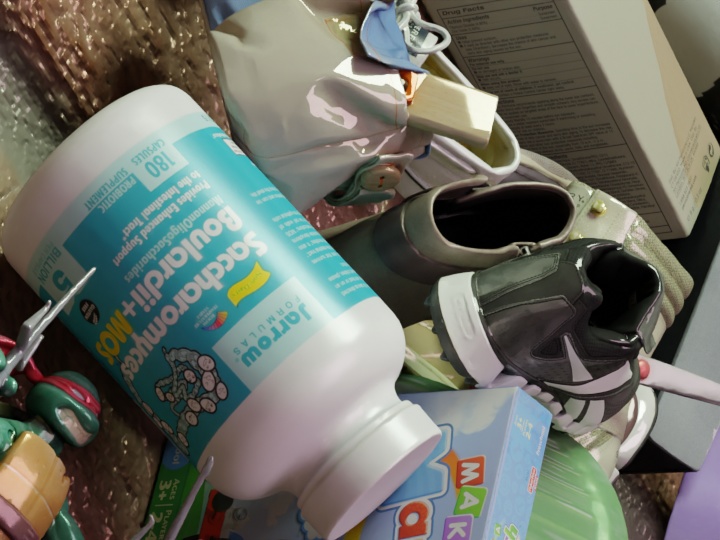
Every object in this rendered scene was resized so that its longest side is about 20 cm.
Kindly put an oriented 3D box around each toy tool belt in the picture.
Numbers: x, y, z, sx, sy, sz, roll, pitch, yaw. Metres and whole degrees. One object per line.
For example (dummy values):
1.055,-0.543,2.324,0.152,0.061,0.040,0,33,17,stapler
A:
-0.013,-0.124,1.317,0.125,0.122,0.201,79,-4,-55,toy tool belt

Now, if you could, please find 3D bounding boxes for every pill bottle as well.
-0.056,0.023,1.226,0.200,0.111,0.111,46,36,10,pill bottle

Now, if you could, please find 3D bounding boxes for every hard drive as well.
0.192,0.022,1.645,0.042,0.135,0.201,27,76,-18,hard drive

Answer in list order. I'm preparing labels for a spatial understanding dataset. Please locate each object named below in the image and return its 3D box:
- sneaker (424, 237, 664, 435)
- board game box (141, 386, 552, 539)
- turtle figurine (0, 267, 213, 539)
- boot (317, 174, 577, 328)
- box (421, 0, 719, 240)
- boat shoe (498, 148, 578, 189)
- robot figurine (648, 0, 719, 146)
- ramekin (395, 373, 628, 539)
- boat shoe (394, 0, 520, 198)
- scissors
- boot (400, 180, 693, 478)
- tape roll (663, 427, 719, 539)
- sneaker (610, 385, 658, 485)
0.109,0.029,1.310,0.200,0.090,0.067,23,46,-63,sneaker
-0.017,0.131,1.272,0.037,0.199,0.152,41,54,-45,board game box
-0.147,0.106,1.176,0.150,0.100,0.200,44,66,-26,turtle figurine
0.000,0.000,1.315,0.199,0.146,0.071,-17,82,-36,boot
0.123,-0.112,1.602,0.200,0.095,0.078,60,41,-35,box
0.094,-0.011,1.566,0.200,0.074,0.074,34,61,-46,boat shoe
0.241,-0.148,1.699,0.150,0.200,0.125,-40,145,3,robot figurine
0.021,0.147,1.338,0.098,0.199,0.201,32,60,-42,ramekin
0.013,-0.114,1.415,0.202,0.086,0.075,50,49,-22,boat shoe
0.136,0.043,1.461,0.199,0.014,0.074,1,83,-28,scissors
0.076,0.017,1.477,0.200,0.072,0.155,34,73,-22,boot
0.226,0.186,1.661,0.200,0.085,0.201,15,90,-76,tape roll
0.071,0.113,1.541,0.115,0.076,0.200,41,64,-13,sneaker
